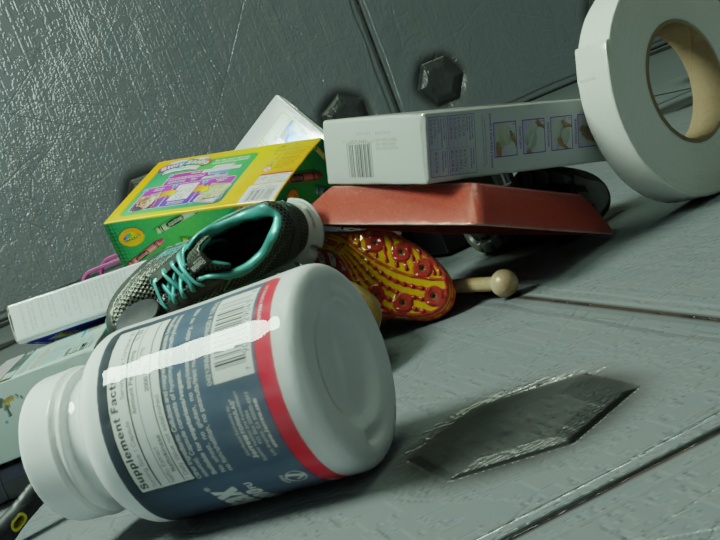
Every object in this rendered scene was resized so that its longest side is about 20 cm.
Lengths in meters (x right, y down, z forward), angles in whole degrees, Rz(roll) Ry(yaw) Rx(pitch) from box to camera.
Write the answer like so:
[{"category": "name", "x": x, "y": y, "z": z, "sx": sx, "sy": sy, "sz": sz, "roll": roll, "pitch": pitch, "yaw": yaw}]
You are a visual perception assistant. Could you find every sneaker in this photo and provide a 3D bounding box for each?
[{"category": "sneaker", "x": -0.129, "y": -0.005, "z": 1.040, "sx": 0.199, "sy": 0.078, "sz": 0.091, "roll": -32, "pitch": -11, "yaw": 7}, {"category": "sneaker", "x": 0.172, "y": -0.067, "z": 1.204, "sx": 0.079, "sy": 0.076, "sz": 0.200, "roll": -23, "pitch": 8, "yaw": -28}, {"category": "sneaker", "x": 0.000, "y": 0.000, "z": 1.098, "sx": 0.199, "sy": 0.073, "sz": 0.077, "roll": 16, "pitch": -5, "yaw": 34}]

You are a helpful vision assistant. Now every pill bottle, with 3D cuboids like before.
[{"category": "pill bottle", "x": -0.091, "y": 0.079, "z": 0.741, "sx": 0.199, "sy": 0.120, "sz": 0.120, "roll": -18, "pitch": 8, "yaw": 24}]

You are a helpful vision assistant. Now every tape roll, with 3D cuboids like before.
[{"category": "tape roll", "x": 0.266, "y": -0.159, "z": 1.105, "sx": 0.202, "sy": 0.204, "sz": 0.037, "roll": -27, "pitch": 10, "yaw": -38}]

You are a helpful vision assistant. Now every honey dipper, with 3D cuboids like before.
[{"category": "honey dipper", "x": 0.065, "y": 0.016, "z": 1.092, "sx": 0.038, "sy": 0.038, "sz": 0.200, "roll": -26, "pitch": 13, "yaw": -31}]

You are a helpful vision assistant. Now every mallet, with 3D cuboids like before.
[{"category": "mallet", "x": -0.192, "y": 0.101, "z": 0.899, "sx": 0.041, "sy": 0.066, "sz": 0.200, "roll": 5, "pitch": 40, "yaw": 41}]

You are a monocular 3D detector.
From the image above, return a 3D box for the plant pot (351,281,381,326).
[{"category": "plant pot", "x": -0.079, "y": 0.061, "z": 0.975, "sx": 0.199, "sy": 0.028, "sz": 0.200, "roll": -24, "pitch": 23, "yaw": 11}]

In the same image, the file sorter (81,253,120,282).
[{"category": "file sorter", "x": -0.212, "y": 0.016, "z": 1.499, "sx": 0.138, "sy": 0.126, "sz": 0.200, "roll": -18, "pitch": 8, "yaw": 22}]

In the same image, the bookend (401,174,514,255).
[{"category": "bookend", "x": 0.044, "y": -0.056, "z": 1.415, "sx": 0.199, "sy": 0.093, "sz": 0.199, "roll": -25, "pitch": 9, "yaw": -20}]

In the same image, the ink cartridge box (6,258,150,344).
[{"category": "ink cartridge box", "x": -0.200, "y": 0.022, "z": 1.194, "sx": 0.199, "sy": 0.047, "sz": 0.198, "roll": -19, "pitch": -6, "yaw": 3}]

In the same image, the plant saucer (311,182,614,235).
[{"category": "plant saucer", "x": 0.082, "y": -0.051, "z": 1.095, "sx": 0.199, "sy": 0.037, "sz": 0.199, "roll": 3, "pitch": 1, "yaw": 43}]

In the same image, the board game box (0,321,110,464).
[{"category": "board game box", "x": -0.291, "y": 0.113, "z": 1.041, "sx": 0.199, "sy": 0.065, "sz": 0.148, "roll": -21, "pitch": 7, "yaw": -3}]

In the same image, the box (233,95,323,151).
[{"category": "box", "x": -0.091, "y": -0.062, "z": 1.351, "sx": 0.200, "sy": 0.101, "sz": 0.112, "roll": -51, "pitch": -32, "yaw": 5}]

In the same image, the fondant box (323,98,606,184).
[{"category": "fondant box", "x": 0.090, "y": -0.110, "z": 1.088, "sx": 0.199, "sy": 0.059, "sz": 0.144, "roll": -11, "pitch": 9, "yaw": -33}]

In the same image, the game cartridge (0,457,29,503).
[{"category": "game cartridge", "x": -0.271, "y": 0.149, "z": 1.095, "sx": 0.129, "sy": 0.039, "sz": 0.200, "roll": -18, "pitch": 7, "yaw": -4}]

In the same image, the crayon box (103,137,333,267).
[{"category": "crayon box", "x": -0.133, "y": -0.064, "z": 1.239, "sx": 0.199, "sy": 0.058, "sz": 0.119, "roll": -6, "pitch": 31, "yaw": 28}]

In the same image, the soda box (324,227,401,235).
[{"category": "soda box", "x": -0.019, "y": -0.007, "z": 1.263, "sx": 0.069, "sy": 0.063, "sz": 0.200, "roll": -60, "pitch": -6, "yaw": 18}]
